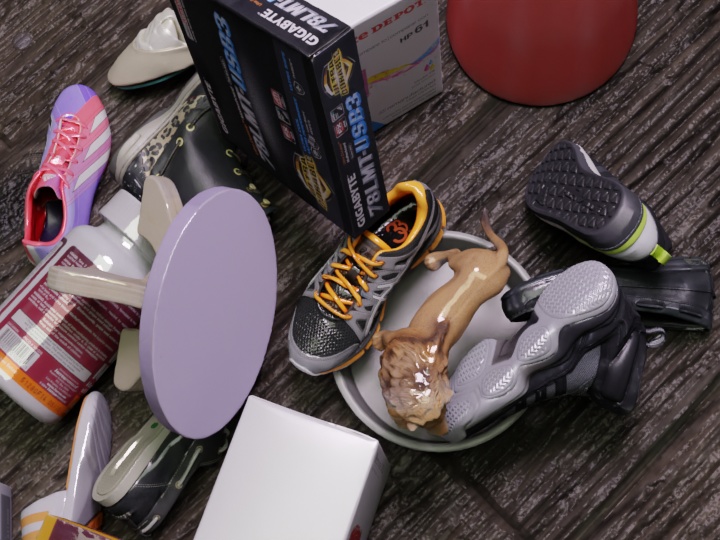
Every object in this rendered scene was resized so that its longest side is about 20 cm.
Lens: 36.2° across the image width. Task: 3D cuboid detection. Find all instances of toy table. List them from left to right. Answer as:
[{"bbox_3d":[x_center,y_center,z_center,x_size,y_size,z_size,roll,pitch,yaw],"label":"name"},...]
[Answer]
[{"bbox_3d":[-0.156,0.025,0.924,0.116,0.183,0.203,15,85,42],"label":"toy table"}]

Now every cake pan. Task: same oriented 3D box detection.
[{"bbox_3d":[0.070,0.065,0.990,0.196,0.037,0.204,-2,70,6],"label":"cake pan"}]

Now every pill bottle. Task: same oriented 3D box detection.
[{"bbox_3d":[-0.252,0.031,1.002,0.109,0.110,0.200,38,79,17],"label":"pill bottle"}]

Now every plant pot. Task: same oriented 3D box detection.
[{"bbox_3d":[0.171,-0.286,1.027,0.197,0.178,0.204,-2,70,7],"label":"plant pot"}]

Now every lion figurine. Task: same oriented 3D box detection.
[{"bbox_3d":[0.073,0.035,0.906,0.072,0.122,0.202,30,85,-13],"label":"lion figurine"}]

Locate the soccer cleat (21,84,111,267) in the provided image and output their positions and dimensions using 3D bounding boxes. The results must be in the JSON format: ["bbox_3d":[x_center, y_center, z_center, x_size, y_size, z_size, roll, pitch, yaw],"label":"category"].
[{"bbox_3d":[-0.287,-0.096,1.069,0.065,0.077,0.204,2,71,8],"label":"soccer cleat"}]

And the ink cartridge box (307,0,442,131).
[{"bbox_3d":[-0.006,-0.207,1.008,0.143,0.200,0.085,-31,69,-5],"label":"ink cartridge box"}]

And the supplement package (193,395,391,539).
[{"bbox_3d":[-0.064,0.226,0.905,0.118,0.121,0.203,17,74,13],"label":"supplement package"}]

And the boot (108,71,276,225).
[{"bbox_3d":[-0.123,-0.111,1.061,0.203,0.074,0.154,-43,76,-9],"label":"boot"}]

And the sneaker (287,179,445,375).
[{"bbox_3d":[0.000,0.000,0.961,0.078,0.077,0.201,32,79,15],"label":"sneaker"}]

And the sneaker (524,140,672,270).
[{"bbox_3d":[0.210,-0.048,0.969,0.082,0.201,0.072,32,104,-23],"label":"sneaker"}]

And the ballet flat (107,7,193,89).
[{"bbox_3d":[-0.166,-0.240,1.108,0.197,0.070,0.071,-16,69,-2],"label":"ballet flat"}]

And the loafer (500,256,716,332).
[{"bbox_3d":[0.218,0.031,0.951,0.197,0.068,0.072,-4,77,-15],"label":"loafer"}]

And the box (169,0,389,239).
[{"bbox_3d":[-0.069,-0.149,0.904,0.050,0.201,0.198,-40,55,-20],"label":"box"}]

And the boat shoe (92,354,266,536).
[{"bbox_3d":[-0.150,0.144,0.985,0.068,0.072,0.201,46,71,-20],"label":"boat shoe"}]

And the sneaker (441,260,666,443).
[{"bbox_3d":[0.159,0.092,0.906,0.113,0.076,0.200,37,112,-21],"label":"sneaker"}]

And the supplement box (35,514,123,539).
[{"bbox_3d":[-0.197,0.269,0.863,0.084,0.200,0.112,17,73,11],"label":"supplement box"}]

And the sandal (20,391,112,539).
[{"bbox_3d":[-0.262,0.209,0.964,0.058,0.080,0.210,-1,62,8],"label":"sandal"}]

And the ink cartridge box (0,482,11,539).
[{"bbox_3d":[-0.406,0.280,0.966,0.196,0.047,0.163,-8,70,2],"label":"ink cartridge box"}]
